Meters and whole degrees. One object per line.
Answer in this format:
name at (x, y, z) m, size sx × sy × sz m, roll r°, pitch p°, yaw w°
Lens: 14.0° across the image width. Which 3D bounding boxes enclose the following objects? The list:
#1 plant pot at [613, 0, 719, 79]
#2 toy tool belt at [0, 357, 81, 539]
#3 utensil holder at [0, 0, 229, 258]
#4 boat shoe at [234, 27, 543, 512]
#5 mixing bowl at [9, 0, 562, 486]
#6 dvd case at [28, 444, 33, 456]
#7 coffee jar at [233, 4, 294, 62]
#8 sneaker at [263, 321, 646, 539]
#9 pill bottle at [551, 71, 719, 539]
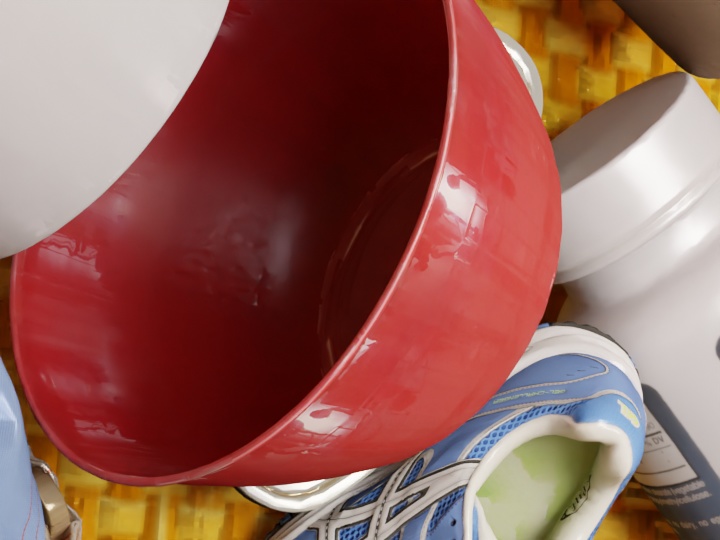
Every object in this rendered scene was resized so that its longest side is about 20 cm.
plant pot at (0.125, -0.171, 1.061) m, size 0.200 × 0.200 × 0.175 m, roll -42°, pitch 111°, yaw -25°
toy tool belt at (-0.146, 0.070, 0.905) m, size 0.124 × 0.123 × 0.201 m, roll 0°, pitch 68°, yaw -11°
utensil holder at (-0.159, -0.118, 0.906) m, size 0.200 × 0.169 × 0.171 m, roll 38°, pitch 68°, yaw -32°
boat shoe at (0.000, 0.000, 1.053) m, size 0.075 × 0.062 × 0.201 m, roll 29°, pitch 68°, yaw -17°
mixing bowl at (-0.009, -0.011, 0.937) m, size 0.108 × 0.199 × 0.201 m, roll 27°, pitch 71°, yaw -39°
dvd case at (-0.142, 0.172, 0.983) m, size 0.148 × 0.016 × 0.201 m, roll -25°, pitch 96°, yaw -27°
coffee jar at (-0.052, -0.172, 1.033) m, size 0.104 × 0.085 × 0.201 m, roll -27°, pitch 97°, yaw -34°
sneaker at (0.021, 0.101, 1.015) m, size 0.076 × 0.077 × 0.200 m, roll 40°, pitch 97°, yaw -14°
pill bottle at (0.143, 0.031, 1.093) m, size 0.120 × 0.119 × 0.200 m, roll -42°, pitch 104°, yaw -25°
